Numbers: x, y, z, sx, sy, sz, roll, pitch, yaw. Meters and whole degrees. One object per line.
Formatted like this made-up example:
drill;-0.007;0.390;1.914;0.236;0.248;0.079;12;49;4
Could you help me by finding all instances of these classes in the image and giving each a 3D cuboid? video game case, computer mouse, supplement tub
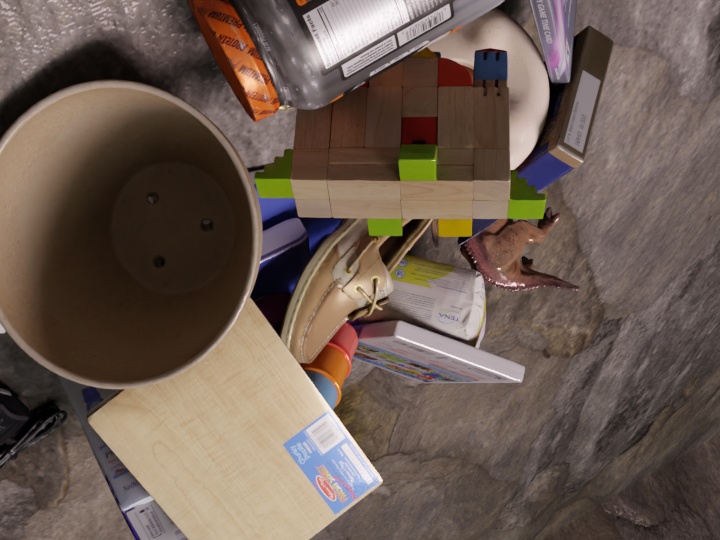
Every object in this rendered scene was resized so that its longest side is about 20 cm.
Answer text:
video game case;0.052;0.083;1.126;0.142;0.018;0.199;20;167;-21
video game case;0.137;-0.247;0.821;0.019;0.145;0.200;2;161;17
computer mouse;-0.361;0.151;1.021;0.140;0.046;0.200;-39;165;2
supplement tub;-0.008;-0.189;0.755;0.198;0.123;0.123;-30;154;-5

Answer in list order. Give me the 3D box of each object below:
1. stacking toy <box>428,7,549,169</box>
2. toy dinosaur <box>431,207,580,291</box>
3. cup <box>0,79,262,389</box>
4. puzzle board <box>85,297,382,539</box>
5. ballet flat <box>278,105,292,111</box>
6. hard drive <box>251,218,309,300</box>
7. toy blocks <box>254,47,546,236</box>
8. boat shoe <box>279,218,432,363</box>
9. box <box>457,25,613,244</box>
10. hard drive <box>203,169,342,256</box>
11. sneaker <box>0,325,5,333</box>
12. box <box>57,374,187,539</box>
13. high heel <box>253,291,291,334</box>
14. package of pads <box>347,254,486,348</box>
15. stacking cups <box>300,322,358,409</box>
stacking toy;0.073;-0.132;0.962;0.145;0.147;0.200;-32;178;-2
toy dinosaur;0.117;-0.038;1.099;0.135;0.201;0.086;-24;166;-50
cup;-0.153;-0.027;0.819;0.199;0.201;0.143;-37;178;9
puzzle board;-0.092;0.137;0.882;0.150;0.017;0.201;-36;114;-4
ballet flat;-0.002;-0.182;0.856;0.199;0.047;0.067;-38;153;7
hard drive;-0.106;0.039;1.061;0.131;0.026;0.201;-26;154;-14
toy blocks;0.031;-0.109;0.813;0.196;0.139;0.100;0;153;5
boat shoe;0.000;0.000;0.993;0.201;0.066;0.074;-58;160;-20
box;0.134;-0.107;0.969;0.032;0.123;0.200;26;152;-14
hard drive;-0.058;-0.049;1.042;0.198;0.026;0.133;-15;148;-33
sneaker;-0.280;-0.013;0.806;0.087;0.075;0.199;-50;150;20
box;-0.188;0.134;1.005;0.104;0.201;0.185;-25;153;-14
high heel;-0.088;0.071;0.974;0.067;0.097;0.199;-44;153;24
package of pads;0.049;0.039;1.137;0.200;0.152;0.069;63;40;-74
stacking cups;-0.046;0.114;1.002;0.061;0.060;0.201;-58;-174;41
